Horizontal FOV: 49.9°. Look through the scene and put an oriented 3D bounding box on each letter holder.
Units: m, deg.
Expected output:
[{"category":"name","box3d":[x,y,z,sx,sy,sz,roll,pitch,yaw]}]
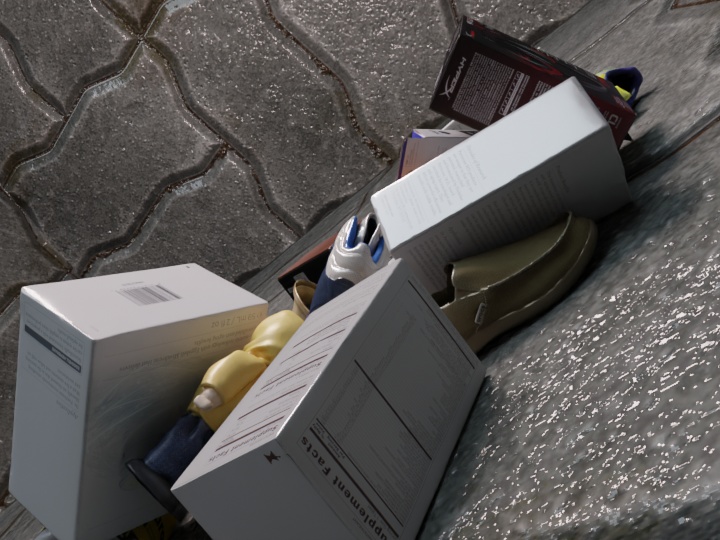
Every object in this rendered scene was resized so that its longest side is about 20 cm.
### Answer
[{"category":"letter holder","box3d":[-0.014,-0.011,1.159,0.142,0.101,0.199,-43,9,-28]}]

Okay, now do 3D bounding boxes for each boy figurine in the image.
[{"category":"boy figurine","box3d":[-0.115,0.122,0.688,0.200,0.064,0.125,-46,-20,-25]}]

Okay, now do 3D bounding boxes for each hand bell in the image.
[{"category":"hand bell","box3d":[-0.101,0.121,0.993,0.201,0.104,0.104,-50,5,17]}]

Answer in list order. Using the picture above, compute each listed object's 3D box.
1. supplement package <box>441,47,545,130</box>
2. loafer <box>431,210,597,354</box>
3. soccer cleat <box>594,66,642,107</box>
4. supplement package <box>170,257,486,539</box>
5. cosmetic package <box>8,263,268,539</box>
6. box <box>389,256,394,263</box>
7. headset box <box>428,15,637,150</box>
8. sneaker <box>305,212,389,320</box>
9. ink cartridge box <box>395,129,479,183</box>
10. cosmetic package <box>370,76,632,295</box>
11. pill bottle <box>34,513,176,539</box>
[{"category":"supplement package","box3d":[0.186,-0.177,1.028,0.199,0.118,0.117,-40,2,2]},{"category":"loafer","box3d":[0.103,0.014,0.624,0.199,0.068,0.076,-40,9,5]},{"category":"soccer cleat","box3d":[0.267,-0.180,0.895,0.083,0.065,0.200,-26,17,51]},{"category":"supplement package","box3d":[-0.011,0.103,0.520,0.109,0.114,0.200,-32,12,37]},{"category":"cosmetic package","box3d":[-0.206,0.118,0.731,0.198,0.122,0.204,-11,-62,-51]},{"category":"box","box3d":[0.074,0.002,0.873,0.082,0.049,0.200,-40,9,-1]},{"category":"headset box","box3d":[0.173,-0.169,0.762,0.149,0.197,0.076,-69,3,-64]},{"category":"sneaker","box3d":[0.000,0.000,0.895,0.148,0.080,0.200,-64,-2,18]},{"category":"ink cartridge box","box3d":[0.097,-0.087,0.769,0.197,0.101,0.039,-6,25,-39]},{"category":"cosmetic package","box3d":[0.120,-0.062,0.664,0.198,0.102,0.072,-29,49,12]},{"category":"pill bottle","box3d":[-0.250,0.258,0.796,0.111,0.112,0.200,-38,10,13]}]
